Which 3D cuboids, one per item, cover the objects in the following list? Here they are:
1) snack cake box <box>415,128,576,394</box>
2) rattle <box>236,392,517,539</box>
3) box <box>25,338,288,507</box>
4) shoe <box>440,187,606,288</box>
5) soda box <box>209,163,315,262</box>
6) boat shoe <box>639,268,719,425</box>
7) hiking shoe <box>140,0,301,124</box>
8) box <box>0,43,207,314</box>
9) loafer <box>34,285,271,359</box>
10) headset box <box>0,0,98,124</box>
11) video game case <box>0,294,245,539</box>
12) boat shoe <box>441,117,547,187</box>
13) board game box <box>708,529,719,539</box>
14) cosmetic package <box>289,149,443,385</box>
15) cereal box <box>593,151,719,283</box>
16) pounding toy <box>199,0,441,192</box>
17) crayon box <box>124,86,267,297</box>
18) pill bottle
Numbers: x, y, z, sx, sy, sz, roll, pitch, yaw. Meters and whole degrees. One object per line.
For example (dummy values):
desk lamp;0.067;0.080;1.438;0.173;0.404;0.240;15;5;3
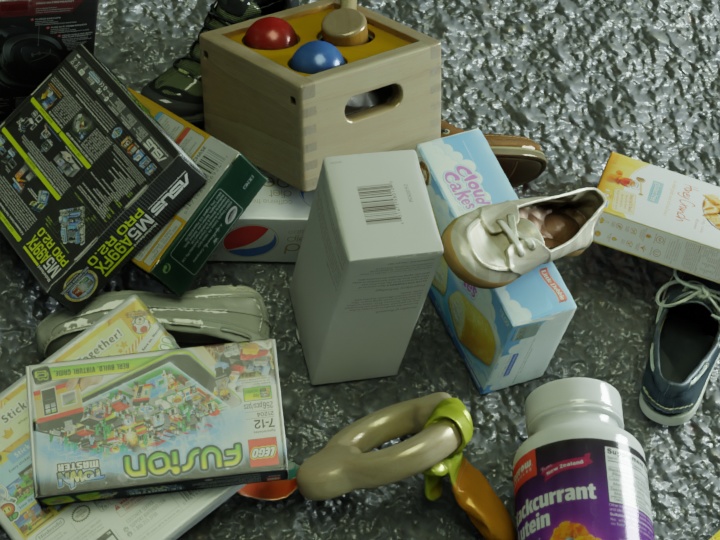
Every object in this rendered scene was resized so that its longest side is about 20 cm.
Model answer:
snack cake box;0.105;-0.009;1.703;0.067;0.115;0.200;-15;60;-21
rattle;0.009;0.190;1.603;0.199;0.143;0.130;-25;31;-9
box;-0.160;0.120;1.532;0.199;0.035;0.110;-7;71;-3
shoe;0.137;-0.035;1.602;0.200;0.053;0.070;-17;69;-51
soda box;-0.068;-0.051;1.726;0.199;0.068;0.064;1;55;-11
boat shoe;0.297;0.046;1.737;0.075;0.062;0.200;22;53;13
hiking shoe;-0.131;-0.210;1.794;0.076;0.101;0.200;27;48;34
box;-0.240;-0.081;1.643;0.160;0.044;0.200;-46;48;2
loafer;-0.172;0.057;1.631;0.199;0.070;0.070;-7;55;-13
headset box;-0.312;-0.216;1.708;0.148;0.200;0.077;-6;58;-14
video game case;-0.205;0.146;1.553;0.200;0.023;0.182;-37;75;-13
boat shoe;0.073;-0.112;1.793;0.199;0.072;0.068;-4;58;-14
board game box;0.368;0.285;1.593;0.196;0.056;0.200;-36;69;-29
cosmetic package;0.000;0.000;1.624;0.085;0.200;0.108;-6;60;-14
cereal box;0.310;-0.040;1.769;0.199;0.040;0.144;18;27;7
pounding toy;-0.027;-0.190;1.735;0.200;0.143;0.184;-21;34;-32
crayon box;-0.187;-0.076;1.669;0.200;0.052;0.126;32;83;41
pill bottle;0.182;0.194;1.584;0.111;0.112;0.201;4;55;-8
